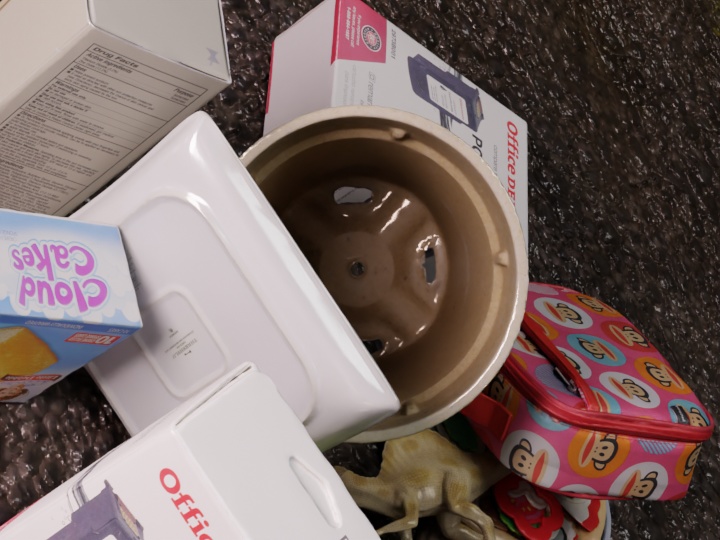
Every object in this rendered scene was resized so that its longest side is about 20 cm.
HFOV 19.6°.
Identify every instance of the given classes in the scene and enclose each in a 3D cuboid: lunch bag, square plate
[{"bbox_3d":[0.126,0.078,1.426,0.175,0.082,0.200,8,24,-29],"label":"lunch bag"},{"bbox_3d":[-0.098,0.038,1.196,0.199,0.200,0.028,56,41,-1],"label":"square plate"}]

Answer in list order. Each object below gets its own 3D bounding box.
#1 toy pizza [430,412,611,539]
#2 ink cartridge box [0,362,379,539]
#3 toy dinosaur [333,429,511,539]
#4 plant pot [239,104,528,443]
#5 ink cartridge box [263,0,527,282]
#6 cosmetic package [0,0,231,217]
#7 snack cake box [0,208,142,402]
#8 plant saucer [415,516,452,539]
[{"bbox_3d":[0.103,0.127,1.472,0.199,0.032,0.201,28,35,-21],"label":"toy pizza"},{"bbox_3d":[-0.098,0.162,1.086,0.145,0.200,0.084,55,36,-1],"label":"ink cartridge box"},{"bbox_3d":[0.058,0.146,1.360,0.199,0.058,0.102,-8,63,-29],"label":"toy dinosaur"},{"bbox_3d":[0.000,0.000,1.329,0.201,0.200,0.183,56,0,-1],"label":"plant pot"},{"bbox_3d":[0.029,-0.088,1.539,0.200,0.084,0.145,32,43,-30],"label":"ink cartridge box"},{"bbox_3d":[-0.177,-0.101,1.206,0.103,0.200,0.073,20,48,-40],"label":"cosmetic package"},{"bbox_3d":[-0.232,0.017,1.125,0.199,0.115,0.068,7,59,-46],"label":"snack cake box"},{"bbox_3d":[0.113,0.243,1.436,0.200,0.029,0.201,29,44,-32],"label":"plant saucer"}]
